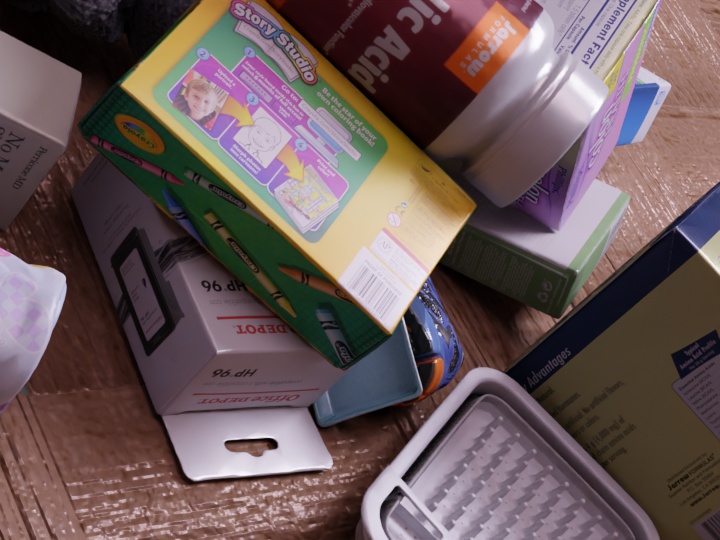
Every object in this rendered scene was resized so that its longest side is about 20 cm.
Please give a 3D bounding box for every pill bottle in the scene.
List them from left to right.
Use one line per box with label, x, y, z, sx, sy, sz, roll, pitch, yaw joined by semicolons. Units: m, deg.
pill bottle;0.039;-0.137;0.972;0.200;0.114;0.114;41;35;-6

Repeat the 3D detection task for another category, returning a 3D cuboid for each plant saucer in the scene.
plant saucer;-0.015;-0.009;1.014;0.019;0.070;0.200;24;50;-64

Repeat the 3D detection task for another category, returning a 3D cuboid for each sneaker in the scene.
sneaker;0.000;0.000;1.065;0.078;0.075;0.200;8;51;-60

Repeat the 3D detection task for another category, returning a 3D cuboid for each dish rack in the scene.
dish rack;0.085;0.163;0.990;0.172;0.044;0.200;45;38;2

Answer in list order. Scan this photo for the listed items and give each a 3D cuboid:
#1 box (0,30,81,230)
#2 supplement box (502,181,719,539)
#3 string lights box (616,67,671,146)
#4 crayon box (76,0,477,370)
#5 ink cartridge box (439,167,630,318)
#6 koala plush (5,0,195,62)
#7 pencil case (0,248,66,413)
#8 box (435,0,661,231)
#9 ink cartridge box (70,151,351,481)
box;-0.257;-0.107;0.896;0.200;0.082;0.068;26;39;-22
supplement box;0.227;0.080;1.082;0.200;0.200;0.134;49;36;5
string lights box;0.156;-0.144;1.317;0.103;0.059;0.200;35;24;23
crayon box;-0.042;-0.057;0.930;0.200;0.058;0.119;43;50;-8
ink cartridge box;0.084;-0.055;1.214;0.200;0.048;0.146;26;33;12
koala plush;-0.120;-0.178;1.046;0.200;0.184;0.177;42;66;-22
pencil case;-0.242;-0.003;0.803;0.200;0.083;0.091;27;40;-22
box;0.081;-0.149;1.125;0.200;0.176;0.097;30;64;14
ink cartridge box;-0.075;0.016;0.962;0.116;0.068;0.200;1;55;-43
